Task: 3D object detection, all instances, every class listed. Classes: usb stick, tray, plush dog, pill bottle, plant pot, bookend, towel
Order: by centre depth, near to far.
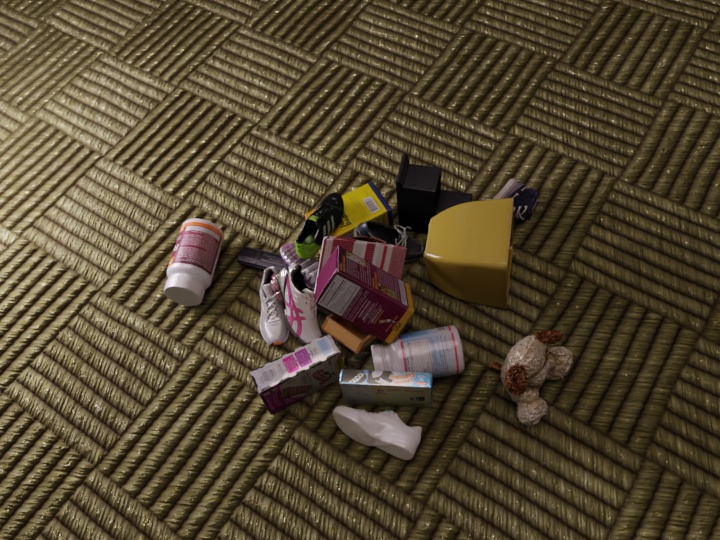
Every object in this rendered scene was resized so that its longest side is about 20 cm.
[{"bbox_3d":[0.357,0.204,1.456,0.160,0.172,0.200,28,66,22],"label":"plush dog"},{"bbox_3d":[0.127,0.193,1.527,0.198,0.109,0.110,-10,57,1],"label":"pill bottle"},{"bbox_3d":[-0.003,0.119,1.549,0.098,0.037,0.200,33,22,12],"label":"tray"},{"bbox_3d":[0.000,0.000,1.572,0.198,0.145,0.023,7,19,-11],"label":"towel"},{"bbox_3d":[0.259,-0.045,1.620,0.198,0.195,0.197,5,58,15],"label":"plant pot"},{"bbox_3d":[0.195,-0.181,1.700,0.197,0.201,0.093,10,59,13],"label":"bookend"},{"bbox_3d":[-0.423,-0.020,1.717,0.113,0.115,0.201,4,58,9],"label":"pill bottle"},{"bbox_3d":[-0.223,-0.019,1.743,0.198,0.033,0.056,14,54,14],"label":"usb stick"}]

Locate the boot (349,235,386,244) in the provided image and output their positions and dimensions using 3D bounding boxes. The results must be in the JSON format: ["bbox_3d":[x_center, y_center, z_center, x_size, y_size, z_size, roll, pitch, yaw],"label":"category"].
[{"bbox_3d":[-0.021,-0.026,1.652,0.198,0.155,0.074,-3,58,5],"label":"boot"}]

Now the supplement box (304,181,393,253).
[{"bbox_3d":[-0.026,-0.119,1.738,0.199,0.109,0.110,-27,59,-10],"label":"supplement box"}]

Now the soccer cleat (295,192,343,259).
[{"bbox_3d":[-0.096,-0.117,1.633,0.067,0.081,0.201,19,63,18],"label":"soccer cleat"}]

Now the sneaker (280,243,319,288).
[{"bbox_3d":[-0.128,0.013,1.662,0.080,0.089,0.200,-28,57,-38],"label":"sneaker"}]

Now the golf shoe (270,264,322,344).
[{"bbox_3d":[-0.137,0.084,1.596,0.072,0.092,0.201,-27,90,-55],"label":"golf shoe"}]

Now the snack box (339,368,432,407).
[{"bbox_3d":[0.059,0.259,1.488,0.198,0.117,0.037,2,58,7],"label":"snack box"}]

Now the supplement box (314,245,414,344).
[{"bbox_3d":[0.008,0.054,1.503,0.199,0.104,0.131,29,23,-13],"label":"supplement box"}]

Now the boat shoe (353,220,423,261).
[{"bbox_3d":[0.080,-0.078,1.675,0.199,0.062,0.075,21,58,-25],"label":"boat shoe"}]

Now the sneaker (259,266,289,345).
[{"bbox_3d":[-0.217,0.082,1.643,0.075,0.092,0.201,-10,58,1],"label":"sneaker"}]

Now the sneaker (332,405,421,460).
[{"bbox_3d":[0.038,0.335,1.480,0.199,0.076,0.089,23,50,13],"label":"sneaker"}]

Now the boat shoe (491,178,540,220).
[{"bbox_3d":[0.384,-0.155,1.730,0.092,0.075,0.200,28,58,22],"label":"boat shoe"}]

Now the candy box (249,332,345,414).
[{"bbox_3d":[-0.134,0.232,1.515,0.199,0.137,0.061,-27,60,-10],"label":"candy box"}]
